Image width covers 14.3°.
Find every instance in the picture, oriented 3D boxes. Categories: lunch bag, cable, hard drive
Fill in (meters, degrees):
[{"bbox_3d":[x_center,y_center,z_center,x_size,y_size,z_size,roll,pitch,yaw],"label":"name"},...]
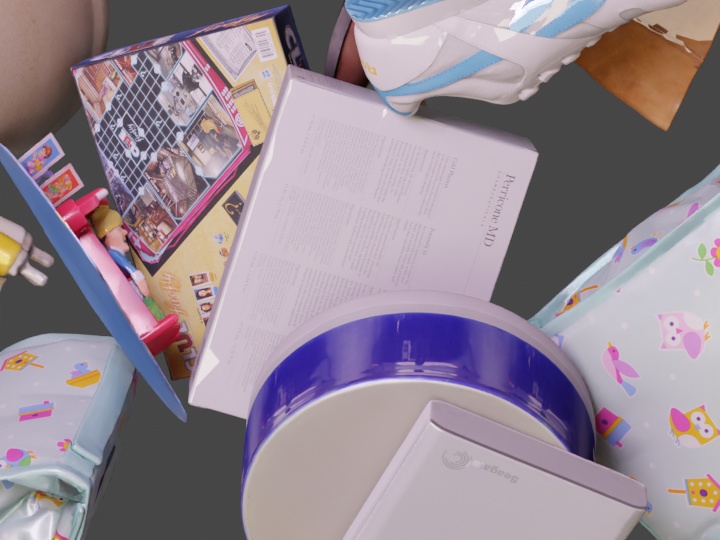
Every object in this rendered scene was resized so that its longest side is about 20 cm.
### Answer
[{"bbox_3d":[0.201,0.050,1.638,0.200,0.122,0.170,-40,95,19],"label":"lunch bag"},{"bbox_3d":[-0.280,-0.047,1.745,0.200,0.097,0.050,35,90,-21],"label":"cable"},{"bbox_3d":[0.053,0.169,1.580,0.131,0.026,0.200,22,125,-12],"label":"hard drive"},{"bbox_3d":[-0.223,0.136,1.757,0.199,0.171,0.122,-31,108,22],"label":"lunch bag"}]

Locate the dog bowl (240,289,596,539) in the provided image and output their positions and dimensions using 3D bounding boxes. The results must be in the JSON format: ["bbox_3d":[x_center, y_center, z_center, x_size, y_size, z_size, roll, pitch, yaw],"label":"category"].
[{"bbox_3d":[0.033,0.113,1.604,0.199,0.079,0.201,2,127,3],"label":"dog bowl"}]

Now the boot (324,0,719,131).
[{"bbox_3d":[0.095,-0.141,1.646,0.199,0.069,0.189,30,107,-4],"label":"boot"}]

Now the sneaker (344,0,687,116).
[{"bbox_3d":[0.096,-0.143,1.579,0.199,0.077,0.081,-12,126,6],"label":"sneaker"}]

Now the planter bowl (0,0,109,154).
[{"bbox_3d":[-0.264,-0.143,1.698,0.199,0.135,0.201,5,111,14],"label":"planter bowl"}]

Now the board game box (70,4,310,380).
[{"bbox_3d":[-0.078,-0.044,1.699,0.135,0.035,0.201,-12,104,20],"label":"board game box"}]

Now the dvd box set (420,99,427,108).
[{"bbox_3d":[-0.008,0.004,1.730,0.145,0.029,0.201,-9,105,19],"label":"dvd box set"}]

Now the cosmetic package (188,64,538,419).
[{"bbox_3d":[0.000,0.000,1.647,0.150,0.052,0.201,17,102,-6],"label":"cosmetic package"}]

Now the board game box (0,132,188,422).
[{"bbox_3d":[-0.143,-0.003,1.672,0.039,0.158,0.200,-35,126,-9],"label":"board game box"}]
